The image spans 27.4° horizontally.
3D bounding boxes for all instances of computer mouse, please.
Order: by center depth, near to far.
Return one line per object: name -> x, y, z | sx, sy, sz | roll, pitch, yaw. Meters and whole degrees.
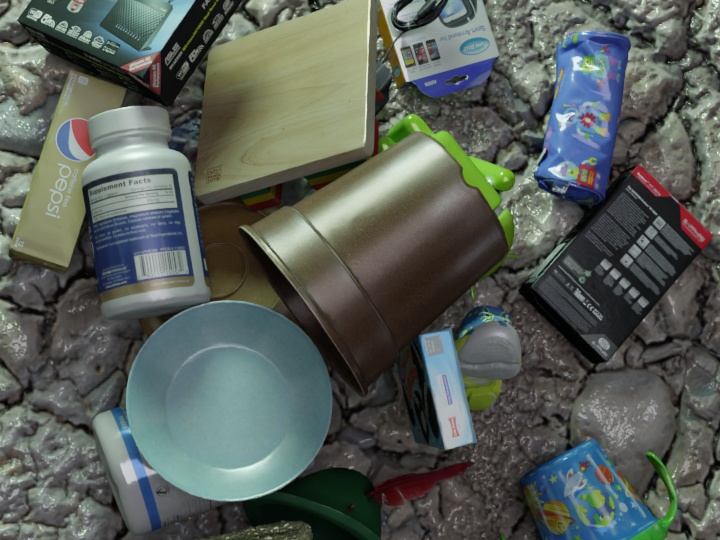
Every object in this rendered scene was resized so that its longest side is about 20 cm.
computer mouse -> 0.027, -0.235, 1.614 | 0.059, 0.034, 0.200 | 37, 96, 7

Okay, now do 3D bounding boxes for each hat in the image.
hat -> -0.008, 0.214, 1.557 | 0.165, 0.200, 0.176 | 7, 57, 29

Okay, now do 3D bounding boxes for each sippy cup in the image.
sippy cup -> 0.243, 0.261, 1.601 | 0.178, 0.140, 0.131 | -21, 78, -39

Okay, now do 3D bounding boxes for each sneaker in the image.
sneaker -> 0.128, 0.071, 1.562 | 0.076, 0.200, 0.105 | 11, 65, -4

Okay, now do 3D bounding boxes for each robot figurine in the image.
robot figurine -> 0.086, -0.069, 1.599 | 0.175, 0.116, 0.200 | -40, 94, -22

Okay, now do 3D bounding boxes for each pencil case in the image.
pencil case -> 0.249, -0.174, 1.668 | 0.087, 0.078, 0.201 | 12, 82, -3

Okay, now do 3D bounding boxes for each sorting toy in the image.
sorting toy -> -0.064, -0.164, 1.535 | 0.200, 0.070, 0.199 | -15, 54, 24

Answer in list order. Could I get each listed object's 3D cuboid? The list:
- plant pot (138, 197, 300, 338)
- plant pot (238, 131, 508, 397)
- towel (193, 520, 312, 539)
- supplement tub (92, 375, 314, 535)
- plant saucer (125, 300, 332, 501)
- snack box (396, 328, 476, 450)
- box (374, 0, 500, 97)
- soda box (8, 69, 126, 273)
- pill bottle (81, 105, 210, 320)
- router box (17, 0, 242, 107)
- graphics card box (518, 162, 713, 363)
plant pot -> -0.145, 0.004, 1.535 | 0.199, 0.027, 0.201 | -4, 67, 10
plant pot -> 0.022, -0.016, 1.412 | 0.198, 0.200, 0.200 | -36, 93, -8
towel -> -0.137, 0.319, 1.497 | 0.199, 0.037, 0.149 | -12, 131, -2
supplement tub -> -0.162, 0.177, 1.509 | 0.200, 0.132, 0.132 | -20, 89, -14
plant saucer -> -0.128, 0.130, 1.441 | 0.200, 0.039, 0.202 | 2, 69, -6
snack box -> 0.074, 0.123, 1.533 | 0.037, 0.200, 0.117 | -12, 87, -7
box -> 0.077, -0.295, 1.662 | 0.119, 0.041, 0.201 | -17, 91, -14
soda box -> -0.305, -0.101, 1.536 | 0.064, 0.068, 0.201 | 18, 80, -11
pill bottle -> -0.218, -0.057, 1.473 | 0.111, 0.111, 0.201 | -8, 83, -14
router box -> -0.235, -0.272, 1.517 | 0.200, 0.062, 0.150 | 26, 77, 31
graphics card box -> 0.290, -0.007, 1.674 | 0.125, 0.051, 0.200 | 43, 76, -6
